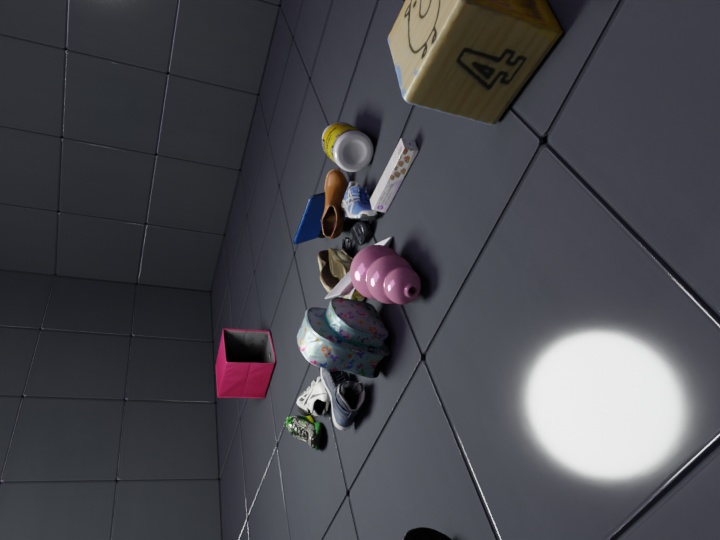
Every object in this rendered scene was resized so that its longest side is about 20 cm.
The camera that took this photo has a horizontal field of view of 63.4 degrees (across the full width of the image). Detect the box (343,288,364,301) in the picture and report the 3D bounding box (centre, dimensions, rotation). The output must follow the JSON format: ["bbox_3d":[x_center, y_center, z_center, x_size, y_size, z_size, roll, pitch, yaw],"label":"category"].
[{"bbox_3d":[-0.021,0.080,1.532,0.041,0.039,0.200,-109,34,-49],"label":"box"}]

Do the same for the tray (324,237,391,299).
[{"bbox_3d":[0.000,0.000,1.419,0.200,0.022,0.107,-48,10,-23],"label":"tray"}]

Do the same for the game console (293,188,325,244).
[{"bbox_3d":[-0.143,-0.201,1.838,0.171,0.118,0.200,-105,31,-43],"label":"game console"}]

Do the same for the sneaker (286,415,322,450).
[{"bbox_3d":[-0.169,0.481,1.730,0.200,0.085,0.078,179,98,-67],"label":"sneaker"}]

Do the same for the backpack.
[{"bbox_3d":[-0.042,0.154,1.365,0.178,0.200,0.151,-117,41,-56],"label":"backpack"}]

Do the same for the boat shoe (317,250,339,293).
[{"bbox_3d":[-0.086,0.020,1.714,0.200,0.072,0.076,-104,15,-56],"label":"boat shoe"}]

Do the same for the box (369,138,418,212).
[{"bbox_3d":[0.079,-0.226,1.404,0.041,0.039,0.200,-101,28,-41],"label":"box"}]

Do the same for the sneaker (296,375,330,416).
[{"bbox_3d":[-0.136,0.390,1.690,0.200,0.074,0.089,121,150,-45],"label":"sneaker"}]

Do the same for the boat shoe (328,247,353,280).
[{"bbox_3d":[-0.043,-0.018,1.615,0.201,0.063,0.073,-142,46,-68],"label":"boat shoe"}]

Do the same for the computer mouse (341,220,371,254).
[{"bbox_3d":[-0.010,-0.086,1.599,0.059,0.034,0.200,67,156,8],"label":"computer mouse"}]

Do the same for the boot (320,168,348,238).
[{"bbox_3d":[-0.075,-0.189,1.659,0.155,0.074,0.200,-48,-45,-79],"label":"boot"}]

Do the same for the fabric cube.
[{"bbox_3d":[-0.469,0.376,2.356,0.196,0.200,0.200,-114,35,-51],"label":"fabric cube"}]

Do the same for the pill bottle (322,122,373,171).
[{"bbox_3d":[-0.045,-0.356,1.653,0.200,0.112,0.113,-127,49,-61],"label":"pill bottle"}]

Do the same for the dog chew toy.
[{"bbox_3d":[0.061,0.016,1.274,0.200,0.124,0.125,28,110,59],"label":"dog chew toy"}]

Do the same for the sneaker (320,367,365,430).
[{"bbox_3d":[-0.045,0.283,1.477,0.146,0.077,0.202,108,149,-53],"label":"sneaker"}]

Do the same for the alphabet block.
[{"bbox_3d":[0.183,-0.400,0.994,0.200,0.196,0.196,123,145,-47],"label":"alphabet block"}]

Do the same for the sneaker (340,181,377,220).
[{"bbox_3d":[-0.006,-0.183,1.549,0.200,0.076,0.077,-133,49,-61],"label":"sneaker"}]

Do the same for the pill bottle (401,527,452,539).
[{"bbox_3d":[0.100,0.559,1.002,0.112,0.112,0.200,-137,57,-64],"label":"pill bottle"}]
